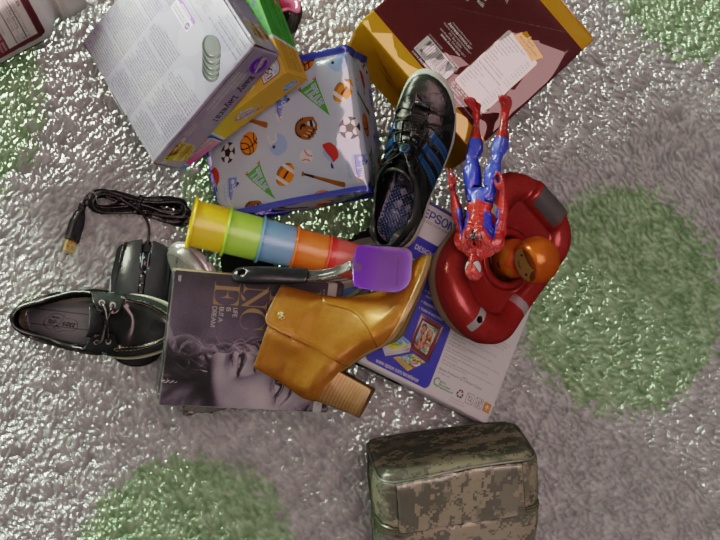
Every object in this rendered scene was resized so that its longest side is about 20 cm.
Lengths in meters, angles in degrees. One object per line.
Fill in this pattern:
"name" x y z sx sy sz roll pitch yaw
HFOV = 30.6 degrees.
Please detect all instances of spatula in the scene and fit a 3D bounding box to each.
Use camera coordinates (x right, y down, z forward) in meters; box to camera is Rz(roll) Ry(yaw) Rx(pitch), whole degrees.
"spatula" -0.043 0.002 1.412 0.197 0.021 0.057 -4 57 12

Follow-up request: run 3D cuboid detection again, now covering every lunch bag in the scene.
"lunch bag" 0.102 0.276 1.488 0.197 0.139 0.170 -8 103 -7
"lunch bag" -0.082 -0.152 1.503 0.197 0.124 0.173 -10 86 14

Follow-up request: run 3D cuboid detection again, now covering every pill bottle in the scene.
"pill bottle" -0.415 -0.291 1.470 0.199 0.114 0.115 -31 90 -10

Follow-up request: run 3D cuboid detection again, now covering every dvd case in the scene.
"dvd case" -0.120 0.080 1.460 0.197 0.016 0.151 5 98 -22

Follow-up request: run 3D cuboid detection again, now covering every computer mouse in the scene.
"computer mouse" -0.275 0.002 1.499 0.138 0.046 0.203 13 83 -9

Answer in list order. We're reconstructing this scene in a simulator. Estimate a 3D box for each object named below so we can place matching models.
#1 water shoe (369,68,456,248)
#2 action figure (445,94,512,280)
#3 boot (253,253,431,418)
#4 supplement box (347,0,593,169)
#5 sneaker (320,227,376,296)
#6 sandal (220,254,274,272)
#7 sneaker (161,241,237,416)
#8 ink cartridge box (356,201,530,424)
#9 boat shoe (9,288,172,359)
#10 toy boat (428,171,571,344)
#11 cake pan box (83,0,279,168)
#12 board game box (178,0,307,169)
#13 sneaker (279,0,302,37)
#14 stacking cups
"water shoe" 0.058 -0.119 1.430 0.070 0.079 0.203 12 95 11
"action figure" 0.129 -0.089 1.421 0.065 0.052 0.203 0 80 21
"boot" -0.022 0.045 1.426 0.143 0.071 0.203 28 86 8
"supplement box" 0.124 -0.266 1.542 0.200 0.133 0.198 -42 92 -10
"sneaker" 0.000 0.000 1.537 0.198 0.072 0.073 -25 110 -12
"sandal" -0.122 0.062 1.502 0.045 0.074 0.203 -13 89 -52
"sneaker" -0.187 0.068 1.477 0.081 0.074 0.203 -17 94 -27
"ink cartridge box" 0.102 0.049 1.525 0.196 0.047 0.202 27 78 -26
"boat shoe" -0.295 0.057 1.449 0.196 0.066 0.076 10 91 13
"toy boat" 0.171 -0.011 1.461 0.130 0.130 0.201 44 73 -22
"cake pan box" -0.202 -0.246 1.436 0.184 0.052 0.201 -45 64 22
"board game box" -0.165 -0.228 1.464 0.199 0.040 0.155 -32 70 29
"sneaker" -0.146 -0.327 1.510 0.199 0.096 0.079 37 48 3
"stacking cups" -0.093 -0.034 1.465 0.197 0.060 0.061 11 83 -11
